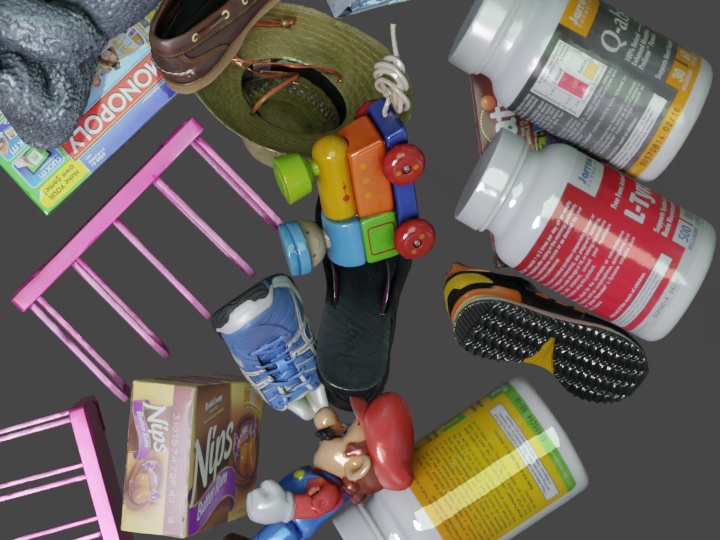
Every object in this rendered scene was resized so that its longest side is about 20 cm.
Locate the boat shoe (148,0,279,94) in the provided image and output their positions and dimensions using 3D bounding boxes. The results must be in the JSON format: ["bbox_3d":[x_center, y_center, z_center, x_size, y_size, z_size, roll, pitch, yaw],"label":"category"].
[{"bbox_3d":[-0.101,-0.235,1.635,0.070,0.070,0.201,19,65,25],"label":"boat shoe"}]

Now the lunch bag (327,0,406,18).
[{"bbox_3d":[0.037,-0.319,1.689,0.199,0.127,0.171,-20,86,29],"label":"lunch bag"}]

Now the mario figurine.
[{"bbox_3d":[-0.044,0.164,1.648,0.200,0.124,0.106,-42,120,4],"label":"mario figurine"}]

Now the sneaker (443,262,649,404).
[{"bbox_3d":[0.157,0.043,1.728,0.199,0.090,0.070,20,119,-27],"label":"sneaker"}]

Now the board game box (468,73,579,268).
[{"bbox_3d":[0.152,-0.108,1.753,0.102,0.019,0.202,-8,90,-4],"label":"board game box"}]

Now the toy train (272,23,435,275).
[{"bbox_3d":[-0.016,-0.088,1.555,0.115,0.085,0.201,-18,128,-10],"label":"toy train"}]

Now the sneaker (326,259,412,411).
[{"bbox_3d":[0.007,0.019,1.705,0.075,0.091,0.202,3,88,-3],"label":"sneaker"}]

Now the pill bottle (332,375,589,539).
[{"bbox_3d":[0.080,0.186,1.699,0.199,0.111,0.112,-33,92,-4],"label":"pill bottle"}]

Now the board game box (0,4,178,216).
[{"bbox_3d":[-0.235,-0.163,1.717,0.200,0.029,0.135,-44,92,-3],"label":"board game box"}]

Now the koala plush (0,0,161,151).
[{"bbox_3d":[-0.229,-0.219,1.628,0.199,0.177,0.184,-35,104,-4],"label":"koala plush"}]

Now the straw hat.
[{"bbox_3d":[-0.059,-0.130,1.697,0.199,0.202,0.085,13,133,-4],"label":"straw hat"}]

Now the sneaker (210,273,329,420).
[{"bbox_3d":[-0.063,0.063,1.639,0.075,0.200,0.077,-33,69,2],"label":"sneaker"}]

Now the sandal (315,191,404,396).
[{"bbox_3d":[0.001,0.001,1.647,0.075,0.048,0.202,2,66,-5],"label":"sandal"}]

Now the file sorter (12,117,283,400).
[{"bbox_3d":[-0.167,-0.008,1.662,0.200,0.139,0.125,-45,96,-3],"label":"file sorter"}]

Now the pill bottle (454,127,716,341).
[{"bbox_3d":[0.183,-0.034,1.689,0.199,0.112,0.113,28,88,-5],"label":"pill bottle"}]

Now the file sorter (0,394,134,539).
[{"bbox_3d":[-0.252,0.219,1.660,0.124,0.139,0.202,-15,91,-3],"label":"file sorter"}]

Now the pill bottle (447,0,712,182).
[{"bbox_3d":[0.180,-0.167,1.688,0.199,0.116,0.117,29,88,-5],"label":"pill bottle"}]

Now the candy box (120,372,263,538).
[{"bbox_3d":[-0.132,0.144,1.637,0.056,0.200,0.118,5,89,12],"label":"candy box"}]
